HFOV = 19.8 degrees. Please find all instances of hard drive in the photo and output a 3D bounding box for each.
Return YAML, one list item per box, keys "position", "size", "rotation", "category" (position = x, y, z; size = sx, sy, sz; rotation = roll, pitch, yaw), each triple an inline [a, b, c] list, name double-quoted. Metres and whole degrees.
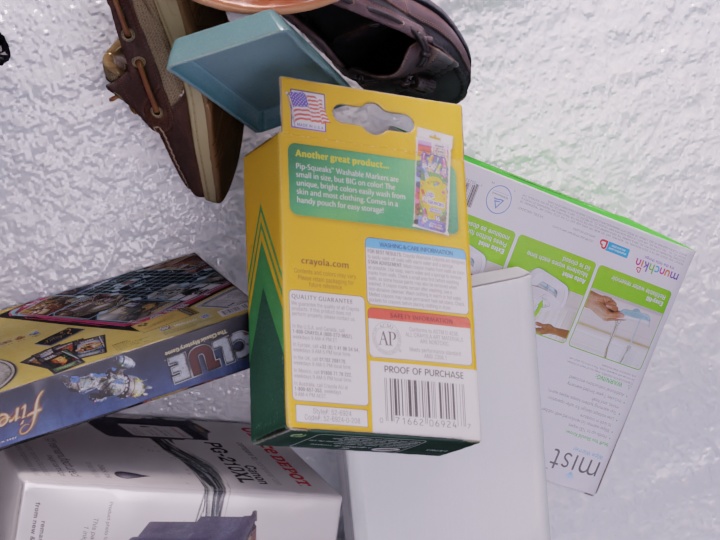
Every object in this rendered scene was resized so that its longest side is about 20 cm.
- position: [0.050, 0.108, 1.265]
  size: [0.131, 0.027, 0.202]
  rotation: [-11, 106, -18]
  category: "hard drive"

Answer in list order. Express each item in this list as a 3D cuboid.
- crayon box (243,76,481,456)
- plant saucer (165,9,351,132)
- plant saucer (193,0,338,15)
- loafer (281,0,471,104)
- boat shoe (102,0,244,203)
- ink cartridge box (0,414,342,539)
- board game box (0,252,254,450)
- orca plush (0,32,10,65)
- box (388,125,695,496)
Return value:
- position: [0.000, 0.000, 1.177]
  size: [0.125, 0.051, 0.202]
  rotation: [6, 73, -29]
  category: "crayon box"
- position: [-0.053, -0.112, 1.177]
  size: [0.069, 0.200, 0.019]
  rotation: [-16, 80, 9]
  category: "plant saucer"
- position: [-0.050, -0.235, 1.078]
  size: [0.198, 0.032, 0.202]
  rotation: [0, 112, -1]
  category: "plant saucer"
- position: [0.001, -0.139, 1.233]
  size: [0.071, 0.063, 0.200]
  rotation: [-27, 142, 25]
  category: "loafer"
- position: [-0.115, -0.123, 1.206]
  size: [0.071, 0.073, 0.201]
  rotation: [5, 140, 15]
  category: "boat shoe"
- position: [-0.129, 0.145, 1.240]
  size: [0.198, 0.145, 0.085]
  rotation: [6, 102, -24]
  category: "ink cartridge box"
- position: [-0.165, 0.048, 1.204]
  size: [0.198, 0.135, 0.035]
  rotation: [-17, 110, -17]
  category: "board game box"
- position: [-0.228, -0.109, 1.133]
  size: [0.105, 0.071, 0.202]
  rotation: [22, 64, -48]
  category: "orca plush"
- position: [0.086, 0.029, 1.326]
  size: [0.198, 0.097, 0.178]
  rotation: [18, 97, -26]
  category: "box"
